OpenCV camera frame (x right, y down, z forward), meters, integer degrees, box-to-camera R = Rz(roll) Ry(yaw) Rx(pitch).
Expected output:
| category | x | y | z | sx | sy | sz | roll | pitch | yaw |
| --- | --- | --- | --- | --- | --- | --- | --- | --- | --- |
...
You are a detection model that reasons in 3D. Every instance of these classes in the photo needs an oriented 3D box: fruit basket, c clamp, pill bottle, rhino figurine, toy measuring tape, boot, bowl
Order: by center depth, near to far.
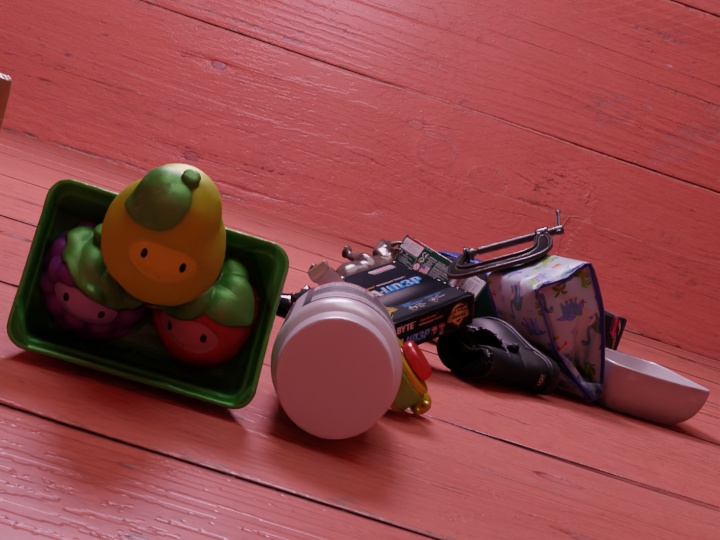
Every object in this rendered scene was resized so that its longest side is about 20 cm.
| category | x | y | z | sx | sy | sz | roll | pitch | yaw |
| --- | --- | --- | --- | --- | --- | --- | --- | --- | --- |
| fruit basket | -0.158 | 0.007 | 0.836 | 0.212 | 0.158 | 0.216 | 15 | -10 | 3 |
| pill bottle | -0.020 | 0.077 | 0.935 | 0.112 | 0.116 | 0.200 | 17 | 5 | -2 |
| toy measuring tape | 0.015 | 0.078 | 1.059 | 0.201 | 0.074 | 0.073 | 53 | -14 | -28 |
| boot | 0.167 | 0.106 | 1.522 | 0.166 | 0.077 | 0.199 | 19 | 9 | -39 |
| bowl | 0.420 | 0.178 | 1.686 | 0.197 | 0.076 | 0.200 | 16 | 4 | -19 |
| c clamp | 0.230 | -0.032 | 1.699 | 0.197 | 0.027 | 0.171 | -17 | 19 | 10 |
| rhino figurine | 0.000 | 0.000 | 1.753 | 0.199 | 0.061 | 0.087 | -31 | 41 | -31 |

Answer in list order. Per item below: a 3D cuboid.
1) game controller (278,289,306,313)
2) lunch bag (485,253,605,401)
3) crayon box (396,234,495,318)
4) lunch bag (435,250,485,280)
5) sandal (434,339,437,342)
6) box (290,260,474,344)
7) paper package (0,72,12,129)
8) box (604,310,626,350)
| category | x | y | z | sx | sy | sz | roll | pitch | yaw |
| --- | --- | --- | --- | --- | --- | --- | --- | --- | --- |
| game controller | -0.069 | 0.052 | 1.562 | 0.102 | 0.043 | 0.200 | 4 | 1 | 14 |
| lunch bag | 0.287 | 0.088 | 1.629 | 0.126 | 0.203 | 0.170 | -24 | 16 | -15 |
| crayon box | 0.162 | 0.042 | 1.811 | 0.199 | 0.059 | 0.173 | 34 | -8 | 42 |
| lunch bag | 0.216 | 0.051 | 1.976 | 0.198 | 0.138 | 0.131 | 21 | 6 | 36 |
| sandal | 0.100 | 0.068 | 1.709 | 0.205 | 0.080 | 0.059 | 25 | 6 | 41 |
| box | 0.030 | 0.051 | 1.426 | 0.198 | 0.047 | 0.158 | -17 | 28 | -40 |
| paper package | -0.463 | -0.134 | 1.152 | 0.102 | 0.203 | 0.190 | 14 | 5 | -34 |
| box | 0.375 | 0.118 | 1.899 | 0.105 | 0.124 | 0.199 | 21 | 6 | 32 |
